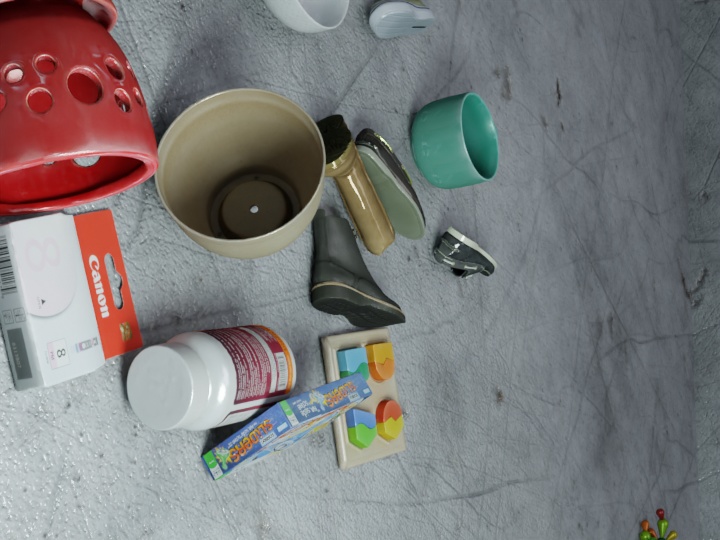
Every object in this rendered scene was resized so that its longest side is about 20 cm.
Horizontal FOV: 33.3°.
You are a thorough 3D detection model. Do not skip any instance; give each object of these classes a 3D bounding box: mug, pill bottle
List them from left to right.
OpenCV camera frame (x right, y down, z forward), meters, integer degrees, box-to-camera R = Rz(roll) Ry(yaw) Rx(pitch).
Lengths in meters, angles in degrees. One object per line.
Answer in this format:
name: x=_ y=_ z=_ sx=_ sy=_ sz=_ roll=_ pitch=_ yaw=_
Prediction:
pill bottle: x=-0.167 y=0.122 z=1.361 sx=0.199 sy=0.109 sz=0.111 roll=-2 pitch=83 yaw=-61
mug: x=0.160 y=-0.210 z=2.046 sx=0.185 sy=0.113 sz=0.154 roll=36 pitch=50 yaw=-52

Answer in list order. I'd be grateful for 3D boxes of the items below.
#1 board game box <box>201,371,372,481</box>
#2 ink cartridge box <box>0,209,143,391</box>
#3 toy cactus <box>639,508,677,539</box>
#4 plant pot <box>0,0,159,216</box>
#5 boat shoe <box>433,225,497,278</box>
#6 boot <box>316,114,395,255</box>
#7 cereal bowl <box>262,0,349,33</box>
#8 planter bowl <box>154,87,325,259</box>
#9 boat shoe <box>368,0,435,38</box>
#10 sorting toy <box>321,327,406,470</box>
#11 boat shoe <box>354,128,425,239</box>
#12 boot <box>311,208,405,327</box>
board game box: x=-0.086 y=0.186 z=1.460 sx=0.035 sy=0.135 sz=0.199 roll=58 pitch=28 yaw=10
ink cartridge box: x=-0.289 y=0.021 z=1.239 sx=0.199 sy=0.057 sz=0.164 roll=-18 pitch=97 yaw=-56
toy cactus: x=0.694 y=0.667 z=2.767 sx=0.201 sy=0.101 sz=0.166 roll=-76 pitch=154 yaw=-50
plant pot: x=-0.305 y=-0.162 z=1.126 sx=0.200 sy=0.199 sz=0.184 roll=-4 pitch=76 yaw=-61
boat shoe: x=0.181 y=-0.021 z=2.094 sx=0.068 sy=0.072 sz=0.200 roll=-59 pitch=153 yaw=1
boot: x=-0.004 y=-0.110 z=1.736 sx=0.176 sy=0.065 sz=0.201 roll=-84 pitch=153 yaw=-62
cereal bowl: x=-0.098 y=-0.428 z=1.683 sx=0.200 sy=0.083 sz=0.202 roll=26 pitch=60 yaw=-56
planter bowl: x=-0.135 y=-0.095 z=1.433 sx=0.135 sy=0.198 sz=0.202 roll=82 pitch=12 yaw=-64
boat shoe: x=0.059 y=-0.429 z=1.998 sx=0.062 sy=0.072 sz=0.200 roll=56 pitch=24 yaw=8
sorting toy: x=0.013 y=0.180 z=1.739 sx=0.199 sy=0.036 sz=0.187 roll=-3 pitch=84 yaw=-61
boat shoe: x=0.050 y=-0.133 z=1.866 sx=0.202 sy=0.071 sz=0.061 roll=54 pitch=42 yaw=-35
boot: x=0.000 y=0.000 z=1.741 sx=0.200 sy=0.077 sz=0.140 roll=29 pitch=52 yaw=-56
